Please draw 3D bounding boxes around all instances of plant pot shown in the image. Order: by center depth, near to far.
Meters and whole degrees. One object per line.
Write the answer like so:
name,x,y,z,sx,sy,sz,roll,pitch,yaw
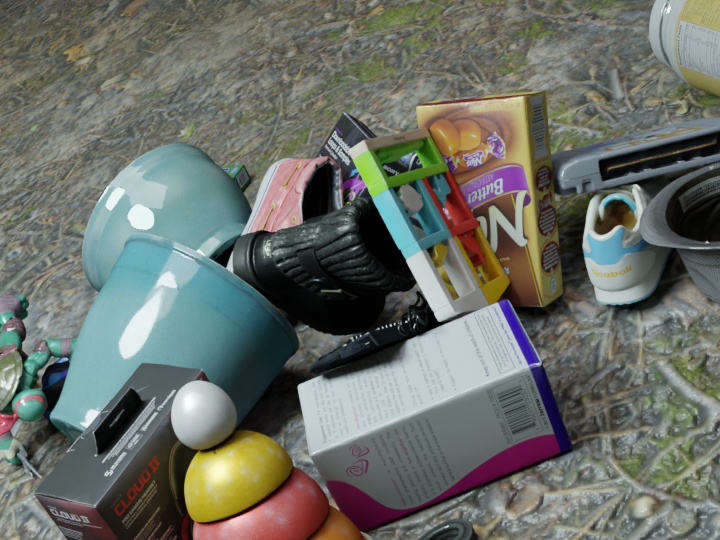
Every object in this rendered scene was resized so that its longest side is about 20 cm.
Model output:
plant pot,-0.191,0.099,1.096,0.200,0.200,0.188,12,62,43
plant pot,-0.189,-0.022,1.279,0.134,0.201,0.200,34,61,27

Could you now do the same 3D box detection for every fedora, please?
fedora,0.340,-0.025,1.005,0.176,0.091,0.200,-11,23,15

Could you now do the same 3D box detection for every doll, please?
doll,-0.300,0.114,1.262,0.199,0.049,0.137,-23,41,14

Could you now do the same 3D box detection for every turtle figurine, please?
turtle figurine,-0.354,0.115,1.201,0.150,0.101,0.200,-45,47,-1

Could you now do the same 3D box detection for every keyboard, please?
keyboard,0.032,0.048,1.036,0.104,0.040,0.200,-26,-7,24

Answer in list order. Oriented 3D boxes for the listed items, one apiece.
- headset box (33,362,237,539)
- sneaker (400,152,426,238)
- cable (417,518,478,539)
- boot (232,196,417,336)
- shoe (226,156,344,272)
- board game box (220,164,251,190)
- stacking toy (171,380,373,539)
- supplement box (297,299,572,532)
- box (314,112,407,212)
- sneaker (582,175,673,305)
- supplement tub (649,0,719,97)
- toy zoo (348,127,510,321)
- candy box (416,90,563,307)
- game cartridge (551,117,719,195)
headset box,-0.161,0.184,0.932,0.075,0.200,0.149,2,40,35
sneaker,0.034,-0.065,1.246,0.200,0.109,0.070,-42,36,-26
cable,0.014,0.266,0.870,0.097,0.050,0.200,-13,18,49
boot,0.000,0.002,1.086,0.157,0.211,0.080,-14,69,34
shoe,-0.079,-0.027,1.198,0.091,0.071,0.201,-1,69,55
board game box,-0.247,-0.067,1.507,0.134,0.029,0.200,-1,39,31
stacking toy,-0.087,0.173,0.878,0.146,0.201,0.146,-24,9,4
supplement box,0.060,0.123,0.967,0.199,0.101,0.103,-23,32,2
box,-0.036,-0.063,1.262,0.200,0.036,0.143,-58,30,14
sneaker,0.263,-0.053,1.104,0.076,0.081,0.200,-8,30,26
supplement tub,0.421,-0.251,1.228,0.145,0.146,0.200,-31,33,-11
toy zoo,0.072,-0.033,1.036,0.020,0.200,0.131,-30,-4,31
candy box,0.126,-0.067,1.105,0.116,0.201,0.056,0,14,33
game cartridge,0.280,-0.115,1.131,0.199,0.042,0.133,-14,13,-1
